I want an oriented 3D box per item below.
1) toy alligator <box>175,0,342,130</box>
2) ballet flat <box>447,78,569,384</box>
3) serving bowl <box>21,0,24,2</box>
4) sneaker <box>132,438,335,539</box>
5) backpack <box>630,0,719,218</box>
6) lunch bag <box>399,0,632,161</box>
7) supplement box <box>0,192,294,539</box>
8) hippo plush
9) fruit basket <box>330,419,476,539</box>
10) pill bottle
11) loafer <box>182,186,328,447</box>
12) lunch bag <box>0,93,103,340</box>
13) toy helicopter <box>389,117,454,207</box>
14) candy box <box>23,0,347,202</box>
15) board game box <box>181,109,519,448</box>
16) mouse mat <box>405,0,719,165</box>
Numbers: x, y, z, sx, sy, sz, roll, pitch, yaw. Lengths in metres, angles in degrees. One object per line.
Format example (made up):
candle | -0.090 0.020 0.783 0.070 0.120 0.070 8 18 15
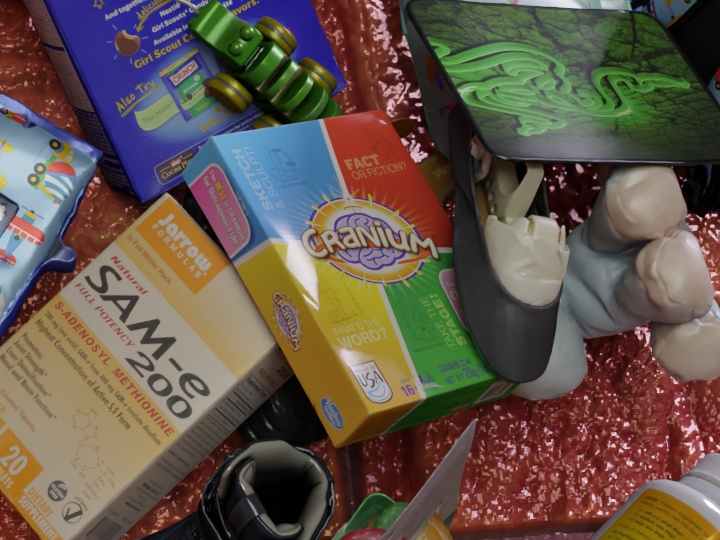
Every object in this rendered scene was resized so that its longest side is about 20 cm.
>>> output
toy alligator | -0.069 -0.135 1.401 0.200 0.054 0.059 43 78 -26
ballet flat | 0.092 -0.032 1.345 0.072 0.073 0.202 0 61 -11
serving bowl | -0.182 -0.262 1.495 0.198 0.066 0.202 0 90 -22
sneaker | -0.102 0.175 1.335 0.202 0.146 0.077 -33 82 -18
backpack | 0.275 -0.162 1.484 0.134 0.200 0.184 -15 68 -26
lunch bag | 0.111 -0.179 1.486 0.159 0.077 0.202 -9 83 -26
supplement box | -0.146 0.069 1.361 0.200 0.074 0.126 -44 72 -3
hippo plush | 0.139 -0.002 1.426 0.160 0.200 0.160 -19 113 8
fruit basket | 0.001 0.188 1.323 0.093 0.200 0.186 34 68 17
pill bottle | 0.184 0.210 1.397 0.109 0.109 0.200 45 70 6
loafer | -0.066 0.022 1.442 0.070 0.068 0.202 3 62 -45
lunch bag | -0.268 -0.041 1.388 0.199 0.094 0.151 25 68 8
toy helicopter | 0.030 -0.057 1.490 0.199 0.079 0.132 -35 72 -30
candy box | -0.126 -0.174 1.441 0.168 0.077 0.201 -30 111 -19
board game box | 0.000 0.000 1.346 0.152 0.040 0.201 -13 65 -44
mouse mat | 0.139 -0.119 1.388 0.198 0.008 0.162 -1 43 -27
